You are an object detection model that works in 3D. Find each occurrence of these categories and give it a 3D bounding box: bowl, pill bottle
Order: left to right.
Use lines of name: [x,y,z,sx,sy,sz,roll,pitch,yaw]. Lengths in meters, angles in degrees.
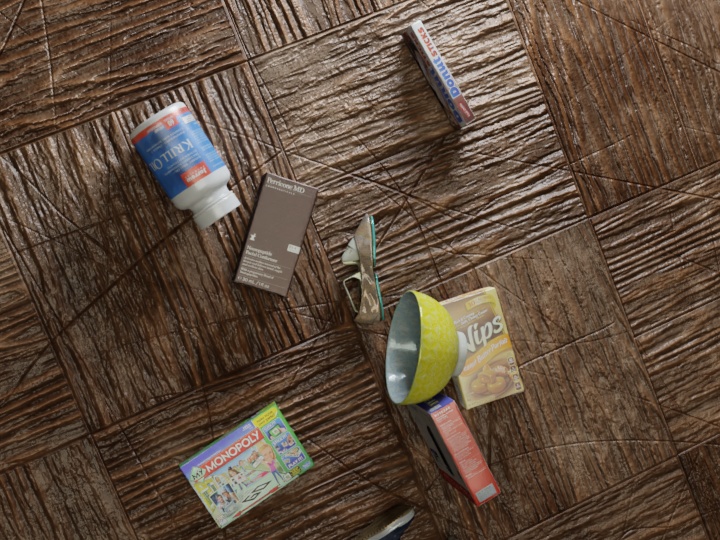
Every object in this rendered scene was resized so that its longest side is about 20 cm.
pill bottle: [-0.291,-0.174,1.594,0.112,0.112,0.200,-35,97,-8]
bowl: [0.123,0.141,1.641,0.107,0.200,0.201,9,90,-14]

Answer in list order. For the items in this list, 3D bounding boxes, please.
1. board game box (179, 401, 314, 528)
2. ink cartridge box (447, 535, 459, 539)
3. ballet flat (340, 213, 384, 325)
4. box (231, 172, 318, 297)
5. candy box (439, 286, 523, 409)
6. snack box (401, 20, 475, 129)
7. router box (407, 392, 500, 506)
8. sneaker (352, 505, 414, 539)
board game box: [-0.201,0.345,1.668,0.200,0.029,0.135,-33,98,-9]
ink cartridge box: [0.187,0.613,1.722,0.145,0.084,0.200,30,86,-11]
ballet flat: [0.000,0.000,1.681,0.067,0.068,0.201,-6,91,-4]
box: [-0.149,-0.061,1.646,0.100,0.075,0.201,16,87,-11]
candy box: [0.215,0.141,1.730,0.115,0.055,0.201,-17,95,-9]
snack box: [0.140,-0.350,1.695,0.024,0.072,0.200,-32,97,-10]
router box: [0.156,0.302,1.651,0.049,0.200,0.180,-28,95,-9]
sneaker: [0.038,0.520,1.697,0.200,0.070,0.109,-38,93,-1]
